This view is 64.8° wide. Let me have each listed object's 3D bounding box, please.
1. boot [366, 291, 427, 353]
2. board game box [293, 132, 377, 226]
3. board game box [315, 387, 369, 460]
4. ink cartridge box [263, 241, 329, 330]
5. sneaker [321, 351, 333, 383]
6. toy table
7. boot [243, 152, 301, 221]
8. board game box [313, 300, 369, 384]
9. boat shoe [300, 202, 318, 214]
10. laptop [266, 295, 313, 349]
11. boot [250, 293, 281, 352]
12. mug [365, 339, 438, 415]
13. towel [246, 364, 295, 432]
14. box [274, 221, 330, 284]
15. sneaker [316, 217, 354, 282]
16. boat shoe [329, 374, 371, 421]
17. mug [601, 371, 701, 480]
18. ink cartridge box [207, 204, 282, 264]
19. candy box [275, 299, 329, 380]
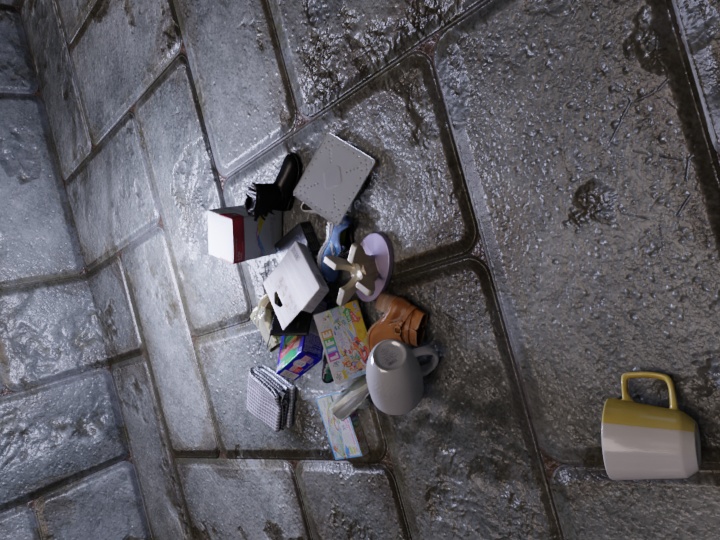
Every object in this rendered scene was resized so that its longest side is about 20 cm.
[{"bbox_3d":[0.097,0.171,1.511,0.153,0.073,0.205,24,117,35],"label":"boot"},{"bbox_3d":[-0.071,-0.250,1.557,0.199,0.026,0.202,36,98,33],"label":"board game box"},{"bbox_3d":[-0.058,0.477,1.758,0.133,0.034,0.204,-24,82,45],"label":"board game box"},{"bbox_3d":[-0.191,0.046,1.651,0.177,0.044,0.202,-49,48,20],"label":"ink cartridge box"},{"bbox_3d":[-0.082,0.237,1.712,0.087,0.073,0.204,37,113,44],"label":"sneaker"},{"bbox_3d":[0.000,0.000,1.536,0.182,0.116,0.205,24,116,39],"label":"toy table"},{"bbox_3d":[-0.265,-0.252,1.706,0.073,0.161,0.202,34,121,31],"label":"boot"},{"bbox_3d":[-0.040,0.203,1.612,0.132,0.034,0.204,-19,85,1],"label":"board game box"},{"bbox_3d":[-0.096,-0.201,1.616,0.198,0.069,0.072,-21,84,45],"label":"boat shoe"},{"bbox_3d":[-0.203,0.130,1.703,0.195,0.116,0.191,-3,59,22],"label":"laptop"},{"bbox_3d":[-0.289,0.168,1.890,0.157,0.071,0.200,59,138,17],"label":"boot"},{"bbox_3d":[0.107,0.252,1.444,0.177,0.196,0.149,76,173,-50],"label":"mug"},{"bbox_3d":[-0.319,0.445,1.972,0.198,0.085,0.169,26,117,38],"label":"towel"},{"bbox_3d":[-0.178,-0.025,1.754,0.159,0.043,0.204,-32,77,44],"label":"box"},{"bbox_3d":[-0.064,-0.056,1.613,0.089,0.078,0.204,32,120,37],"label":"sneaker"},{"bbox_3d":[-0.005,0.371,1.657,0.072,0.070,0.200,45,115,-7],"label":"boat shoe"},{"bbox_3d":[0.542,0.303,1.060,0.151,0.148,0.191,-6,102,36],"label":"mug"},{"bbox_3d":[-0.365,-0.123,1.809,0.144,0.198,0.148,18,114,40],"label":"ink cartridge box"},{"bbox_3d":[-0.175,0.201,1.712,0.169,0.076,0.203,-42,32,42],"label":"candy box"}]
